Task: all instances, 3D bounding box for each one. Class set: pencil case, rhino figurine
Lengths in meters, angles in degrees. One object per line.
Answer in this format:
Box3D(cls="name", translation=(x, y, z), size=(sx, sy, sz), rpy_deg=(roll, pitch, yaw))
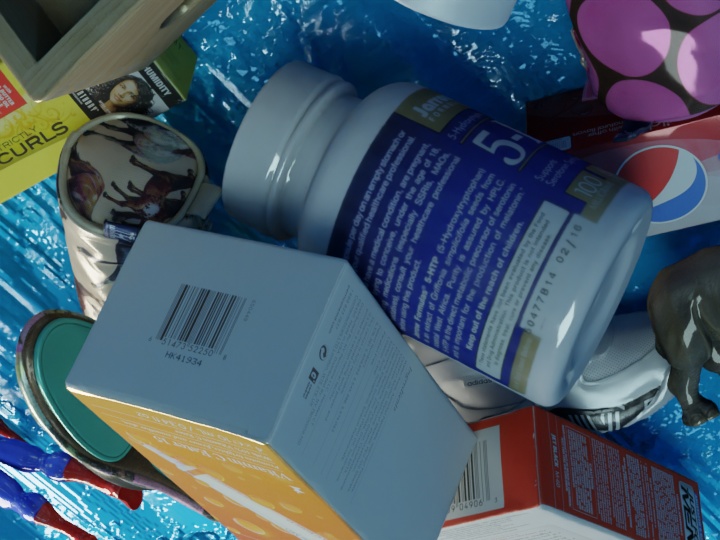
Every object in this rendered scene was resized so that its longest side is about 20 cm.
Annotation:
Box3D(cls="pencil case", translation=(-0.119, 0.004, 0.906), size=(0.089, 0.078, 0.201), rpy_deg=(33, 151, 19))
Box3D(cls="pencil case", translation=(0.131, -0.168, 0.783), size=(0.093, 0.091, 0.201), rpy_deg=(5, 130, 35))
Box3D(cls="rhino figurine", translation=(0.245, 0.007, 0.864), size=(0.199, 0.060, 0.088), rpy_deg=(-27, 95, 27))

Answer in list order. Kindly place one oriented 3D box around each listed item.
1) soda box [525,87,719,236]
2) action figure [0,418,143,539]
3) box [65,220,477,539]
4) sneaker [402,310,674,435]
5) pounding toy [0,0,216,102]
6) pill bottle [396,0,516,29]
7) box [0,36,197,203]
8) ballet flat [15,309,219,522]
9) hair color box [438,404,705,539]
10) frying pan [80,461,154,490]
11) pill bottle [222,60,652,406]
Box3D(cls="soda box", translation=(0.191, -0.071, 0.860), size=(0.198, 0.064, 0.070), rpy_deg=(-13, 125, 15))
Box3D(cls="action figure", translation=(-0.227, 0.135, 1.039), size=(0.199, 0.066, 0.099), rpy_deg=(23, 157, 23))
Box3D(cls="box", translation=(-0.038, 0.074, 0.831), size=(0.124, 0.098, 0.200), rpy_deg=(11, 156, 30))
Box3D(cls="sneaker", translation=(0.095, 0.040, 0.944), size=(0.198, 0.075, 0.115), rpy_deg=(-15, 127, 20))
Box3D(cls="pounding toy", translation=(-0.091, -0.198, 0.748), size=(0.200, 0.142, 0.185), rpy_deg=(-37, 90, 28))
Box3D(cls="pill bottle", translation=(0.064, -0.206, 0.664), size=(0.103, 0.104, 0.201), rpy_deg=(18, 116, -8))
Box3D(cls="box", translation=(-0.191, -0.089, 0.891), size=(0.199, 0.050, 0.075), rpy_deg=(-24, 122, 22))
Box3D(cls="ballet flat", translation=(-0.133, 0.084, 0.908), size=(0.071, 0.070, 0.200), rpy_deg=(9, 157, 46))
Box3D(cls="hair color box", translation=(0.114, 0.144, 0.969), size=(0.110, 0.064, 0.199), rpy_deg=(-19, 149, 33))
Box3D(cls="frying pan", translation=(-0.126, 0.089, 1.010), size=(0.031, 0.115, 0.189), rpy_deg=(-42, 158, 25))
Box3D(cls="pill bottle", translation=(0.036, -0.026, 0.818), size=(0.199, 0.120, 0.120), rpy_deg=(26, 129, 15))
